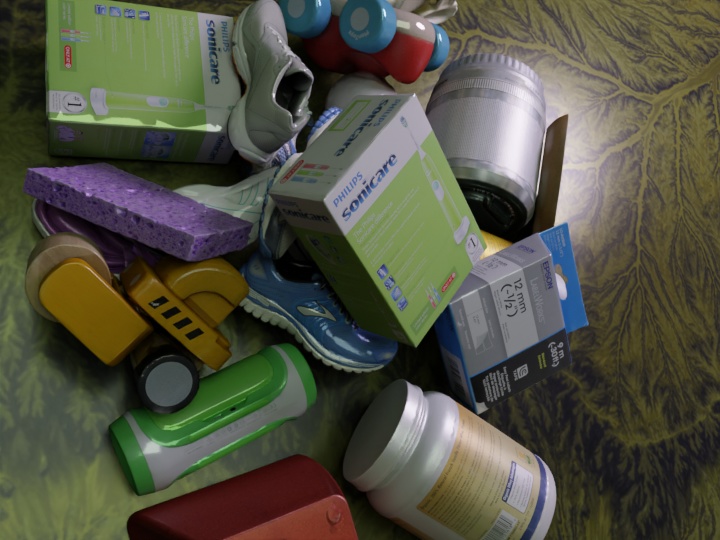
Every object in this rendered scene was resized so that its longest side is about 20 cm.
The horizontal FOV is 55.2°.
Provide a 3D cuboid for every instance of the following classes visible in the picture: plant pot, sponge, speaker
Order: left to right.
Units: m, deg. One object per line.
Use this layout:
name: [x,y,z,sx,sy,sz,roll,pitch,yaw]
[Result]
sponge: [-0.217,-0.062,0.682,0.198,0.111,0.030,22,107,16]
speaker: [-0.146,0.147,0.701,0.199,0.088,0.089,-23,84,-28]
plant pot: [-0.084,0.291,0.631,0.198,0.176,0.202,-13,79,-27]
plant pot: [0.249,-0.106,0.914,0.027,0.200,0.202,9,66,13]

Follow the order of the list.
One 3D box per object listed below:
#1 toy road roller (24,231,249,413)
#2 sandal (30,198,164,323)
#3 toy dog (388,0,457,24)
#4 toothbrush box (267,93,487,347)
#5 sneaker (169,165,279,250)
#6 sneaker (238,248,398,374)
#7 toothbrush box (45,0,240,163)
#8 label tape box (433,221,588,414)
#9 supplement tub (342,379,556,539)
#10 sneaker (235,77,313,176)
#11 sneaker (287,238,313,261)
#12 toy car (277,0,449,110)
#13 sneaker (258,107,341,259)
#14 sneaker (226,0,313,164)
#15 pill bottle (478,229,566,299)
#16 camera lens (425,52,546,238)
toy road roller: [-0.200,0.021,0.657,0.146,0.123,0.200,-46,116,-10]
sandal: [-0.260,-0.012,0.720,0.202,0.050,0.083,39,63,-9]
toy dog: [0.047,-0.452,0.963,0.192,0.140,0.201,-25,81,-14]
toothbrush box: [0.026,-0.048,0.679,0.146,0.086,0.201,-52,131,-23]
sneaker: [-0.127,-0.066,0.789,0.199,0.070,0.081,-18,80,-20]
sneaker: [-0.039,0.038,0.752,0.199,0.089,0.079,31,22,-10]
toothbrush box: [-0.240,-0.206,0.762,0.198,0.086,0.147,-2,75,-24]
label tape box: [0.184,0.050,0.782,0.198,0.066,0.145,-23,112,-14]
supplement tub: [0.094,0.223,0.750,0.199,0.144,0.145,35,63,-11]
sneaker: [-0.102,-0.203,0.848,0.084,0.077,0.202,9,77,-31]
sneaker: [0.000,0.000,0.795,0.200,0.115,0.076,45,62,-5]
toy car: [-0.008,-0.230,0.862,0.184,0.176,0.202,-11,119,-60]
sneaker: [-0.038,-0.088,0.724,0.085,0.077,0.201,26,62,7]
sneaker: [-0.086,-0.216,0.743,0.075,0.091,0.202,21,59,-47]
pill bottle: [0.157,0.013,0.858,0.198,0.111,0.112,19,67,-26]
camera lens: [0.153,-0.152,0.886,0.159,0.160,0.202,21,66,-16]
